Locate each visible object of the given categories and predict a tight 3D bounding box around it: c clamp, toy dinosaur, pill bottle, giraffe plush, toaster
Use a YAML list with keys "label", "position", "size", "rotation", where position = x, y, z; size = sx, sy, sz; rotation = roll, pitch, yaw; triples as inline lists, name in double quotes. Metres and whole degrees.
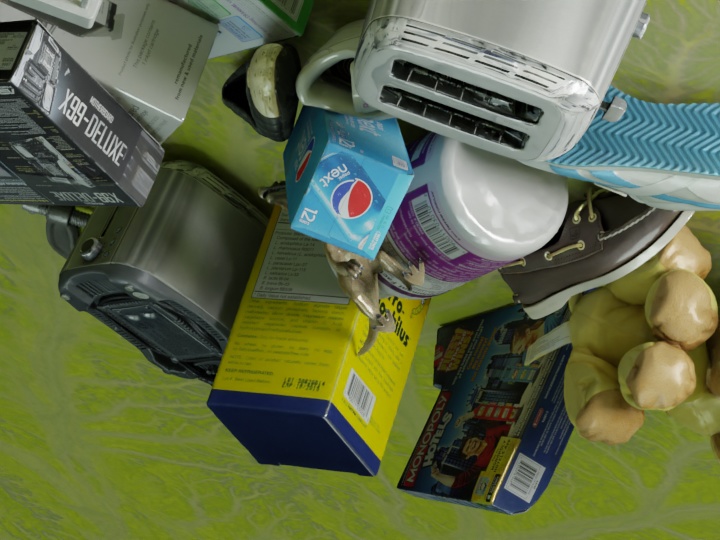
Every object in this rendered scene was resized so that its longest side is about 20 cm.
- label: "c clamp"
  position: [-0.206, -0.021, 2.028]
  size: [0.200, 0.027, 0.171]
  rotation: [19, 155, -1]
- label: "toy dinosaur"
  position: [0.000, 0.000, 1.685]
  size: [0.101, 0.058, 0.200]
  rotation: [35, 163, 46]
- label: "pill bottle"
  position: [0.056, -0.042, 1.713]
  size: [0.112, 0.112, 0.200]
  rotation: [28, 153, -21]
- label: "giraffe plush"
  position: [0.246, 0.073, 1.774]
  size: [0.162, 0.173, 0.200]
  rotation: [25, 163, -22]
- label: "toaster"
  position: [-0.143, 0.001, 1.892]
  size: [0.114, 0.129, 0.200]
  rotation: [-8, 144, 44]
- label: "toaster"
  position: [0.078, -0.157, 1.444]
  size: [0.200, 0.129, 0.114]
  rotation: [20, 154, -4]

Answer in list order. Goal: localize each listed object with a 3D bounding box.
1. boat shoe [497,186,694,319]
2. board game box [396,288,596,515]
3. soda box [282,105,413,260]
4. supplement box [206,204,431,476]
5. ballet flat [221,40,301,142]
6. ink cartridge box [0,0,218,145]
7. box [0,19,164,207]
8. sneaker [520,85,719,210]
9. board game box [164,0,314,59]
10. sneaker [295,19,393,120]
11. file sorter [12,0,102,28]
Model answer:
- label: "boat shoe"
  position: [0.172, -0.026, 1.722]
  size: [0.060, 0.072, 0.200]
  rotation: [48, 142, -8]
- label: "board game box"
  position: [0.117, 0.109, 1.934]
  size: [0.062, 0.200, 0.200]
  rotation: [32, 166, -25]
- label: "soda box"
  position: [-0.011, -0.075, 1.613]
  size: [0.064, 0.068, 0.200]
  rotation: [22, -165, -9]
- label: "supplement box"
  position: [-0.026, 0.049, 1.846]
  size: [0.109, 0.200, 0.110]
  rotation: [4, 152, 28]
- label: "ballet flat"
  position: [-0.071, -0.123, 1.624]
  size: [0.057, 0.067, 0.200]
  rotation: [8, 177, -3]
- label: "ink cartridge box"
  position: [-0.221, -0.155, 1.603]
  size: [0.200, 0.083, 0.147]
  rotation: [25, 155, -15]
- label: "box"
  position: [-0.257, -0.103, 1.574]
  size: [0.200, 0.050, 0.158]
  rotation: [2, 151, 34]
- label: "sneaker"
  position: [0.183, -0.081, 1.594]
  size: [0.200, 0.077, 0.081]
  rotation: [14, 157, 14]
- label: "board game box"
  position: [-0.153, -0.202, 1.608]
  size: [0.200, 0.040, 0.153]
  rotation: [-8, 144, 43]
- label: "sneaker"
  position: [0.050, -0.125, 1.554]
  size: [0.200, 0.100, 0.075]
  rotation: [2, 111, 28]
- label: "file sorter"
  position: [-0.231, -0.268, 1.416]
  size: [0.200, 0.139, 0.125]
  rotation: [20, 152, -4]
